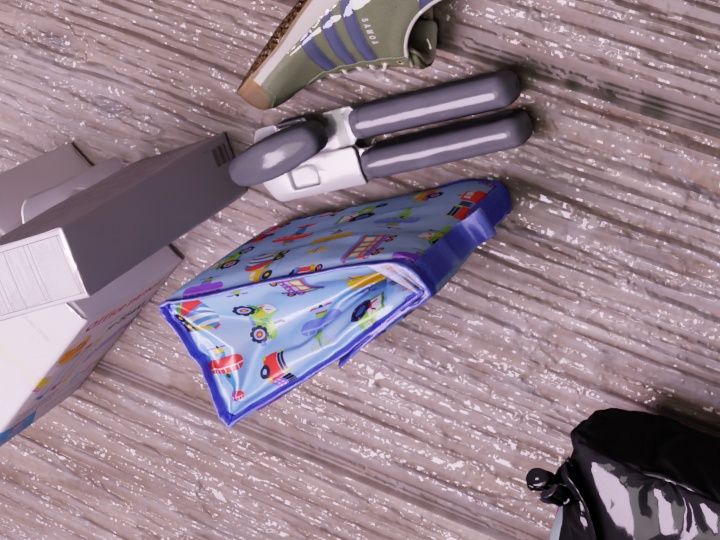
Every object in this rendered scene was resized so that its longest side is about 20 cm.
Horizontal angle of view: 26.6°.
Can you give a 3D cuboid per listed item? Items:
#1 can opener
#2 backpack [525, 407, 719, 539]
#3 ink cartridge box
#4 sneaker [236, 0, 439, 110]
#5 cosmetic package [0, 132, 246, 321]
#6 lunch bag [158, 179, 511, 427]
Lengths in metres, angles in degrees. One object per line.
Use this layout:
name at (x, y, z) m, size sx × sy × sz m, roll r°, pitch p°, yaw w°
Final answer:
can opener at (0.008, -0.080, 0.977) m, size 0.199 × 0.067 × 0.054 m, roll -10°, pitch 106°, yaw 30°
backpack at (0.192, 0.199, 0.964) m, size 0.166 × 0.126 × 0.201 m, roll 23°, pitch 121°, yaw 31°
ink cartridge box at (-0.239, 0.015, 1.107) m, size 0.125 × 0.129 × 0.200 m, roll 45°, pitch 124°, yaw 3°
sneaker at (0.004, -0.147, 0.951) m, size 0.090 × 0.067 × 0.200 m, roll 35°, pitch 135°, yaw -12°
cosmetic package at (-0.161, -0.031, 1.005) m, size 0.082 × 0.200 × 0.051 m, roll -12°, pitch 105°, yaw 30°
lunch bag at (0.000, 0.000, 0.964) m, size 0.200 × 0.151 × 0.094 m, roll -25°, pitch 98°, yaw 33°
